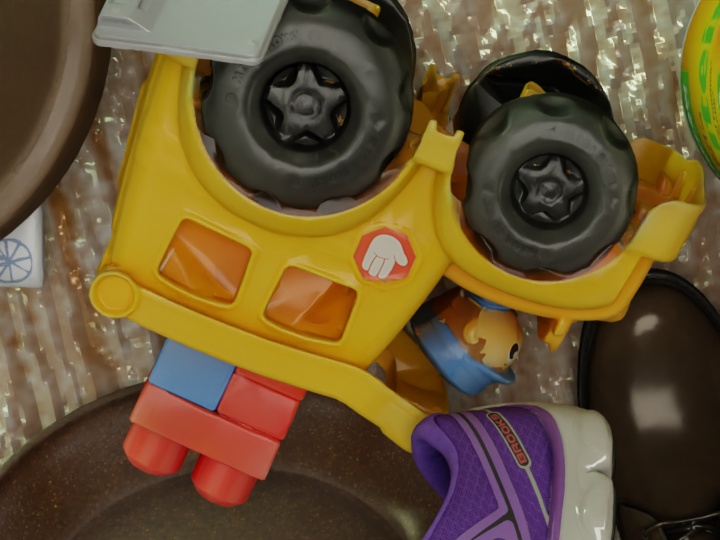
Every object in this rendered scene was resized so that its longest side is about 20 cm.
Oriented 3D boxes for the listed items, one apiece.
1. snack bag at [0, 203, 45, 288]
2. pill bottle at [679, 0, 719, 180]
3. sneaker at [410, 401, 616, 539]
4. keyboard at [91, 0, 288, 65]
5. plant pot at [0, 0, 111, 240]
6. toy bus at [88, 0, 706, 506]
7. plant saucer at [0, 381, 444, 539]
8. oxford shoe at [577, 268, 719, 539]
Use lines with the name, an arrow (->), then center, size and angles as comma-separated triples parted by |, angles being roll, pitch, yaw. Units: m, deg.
snack bag -> -0.208, -0.095, 0.881 | 0.188, 0.021, 0.200 | 4, 96, 1
pill bottle -> 0.168, -0.065, 0.788 | 0.111, 0.200, 0.111 | 0, 96, 1
sneaker -> 0.040, 0.137, 0.761 | 0.083, 0.081, 0.200 | 3, 57, 1
keyboard -> -0.036, -0.136, 0.801 | 0.056, 0.200, 0.011 | 13, 135, 6
plant pot -> -0.192, -0.090, 0.784 | 0.200, 0.175, 0.201 | 0, 92, 1
toy bus -> 0.000, 0.000, 0.835 | 0.200, 0.136, 0.192 | 21, 102, -4
plant saucer -> -0.049, 0.119, 0.840 | 0.200, 0.201, 0.037 | -3, 135, 1
oxford shoe -> 0.129, 0.097, 0.866 | 0.073, 0.084, 0.200 | -15, 94, 4
